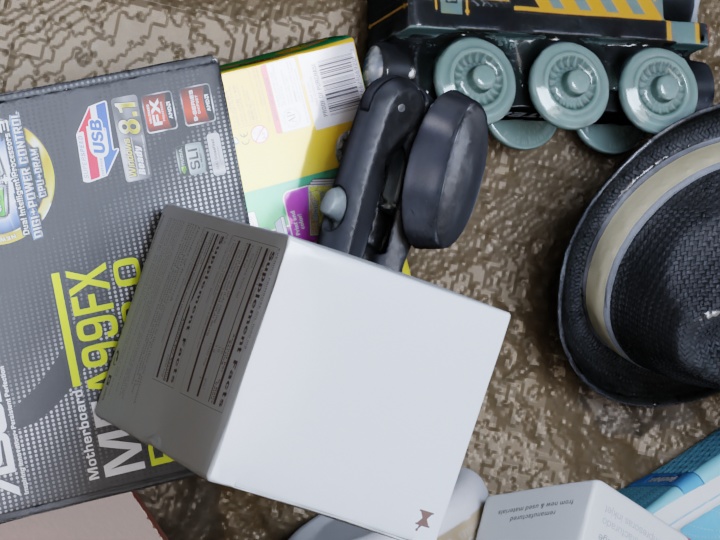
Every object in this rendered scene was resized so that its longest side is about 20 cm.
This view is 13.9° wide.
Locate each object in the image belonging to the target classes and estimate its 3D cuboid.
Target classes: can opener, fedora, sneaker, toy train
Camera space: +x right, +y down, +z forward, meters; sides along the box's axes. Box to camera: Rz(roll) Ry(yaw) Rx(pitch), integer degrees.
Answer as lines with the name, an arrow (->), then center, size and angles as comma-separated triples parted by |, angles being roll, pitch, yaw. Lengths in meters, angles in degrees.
can opener -> 0.000, 0.000, 1.469 | 0.063, 0.079, 0.201 | 19, 94, -25
fedora -> 0.205, 0.007, 1.541 | 0.200, 0.092, 0.201 | -15, 123, -24
sneaker -> 0.188, 0.168, 1.581 | 0.199, 0.080, 0.131 | -29, 98, -14
toy train -> 0.094, -0.124, 1.544 | 0.199, 0.085, 0.115 | 1, 82, -22

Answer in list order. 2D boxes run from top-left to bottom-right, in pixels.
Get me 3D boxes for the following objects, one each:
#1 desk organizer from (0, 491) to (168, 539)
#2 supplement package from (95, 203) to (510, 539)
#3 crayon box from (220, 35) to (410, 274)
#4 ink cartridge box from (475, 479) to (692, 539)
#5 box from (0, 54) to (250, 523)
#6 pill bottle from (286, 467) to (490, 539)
desk organizer -> -0.175, 0.093, 1.473 | 0.077, 0.072, 0.200 | -35, 101, -16
supplement package -> -0.030, 0.044, 1.334 | 0.113, 0.200, 0.110 | 19, 89, -20
crayon box -> -0.042, -0.009, 1.517 | 0.118, 0.058, 0.201 | -15, 95, -16
ink cartridge box -> 0.112, 0.225, 1.441 | 0.145, 0.083, 0.201 | 34, 60, -33
box -> -0.130, 0.008, 1.431 | 0.159, 0.044, 0.201 | -11, 93, -21
pill bottle -> 0.045, 0.212, 1.519 | 0.115, 0.116, 0.201 | -25, 99, -15
